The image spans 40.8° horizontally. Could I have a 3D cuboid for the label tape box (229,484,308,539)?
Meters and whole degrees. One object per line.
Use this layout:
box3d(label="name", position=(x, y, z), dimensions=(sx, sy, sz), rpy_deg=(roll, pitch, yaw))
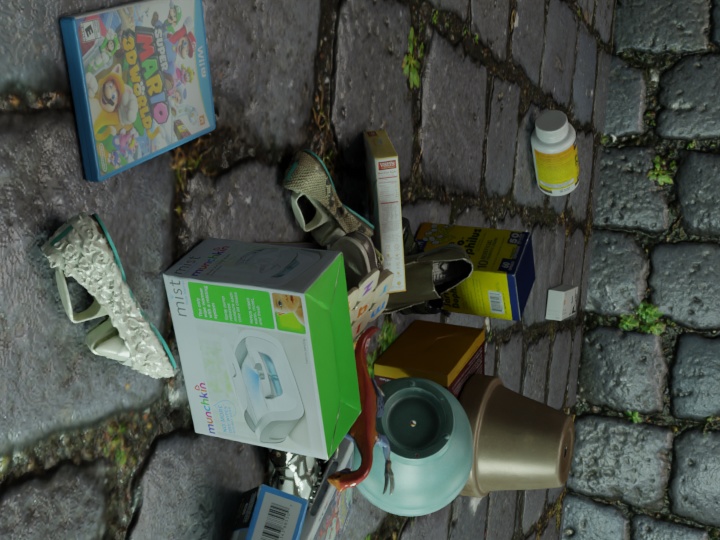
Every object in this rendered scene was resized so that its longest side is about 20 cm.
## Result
box3d(label="label tape box", position=(-0.129, 0.342, 1.154), dimensions=(0.200, 0.065, 0.146), rpy_deg=(138, -31, -66))

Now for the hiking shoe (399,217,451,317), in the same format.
box3d(label="hiking shoe", position=(0.099, -0.007, 1.572), dimensions=(0.202, 0.099, 0.076), rpy_deg=(73, 33, -42))

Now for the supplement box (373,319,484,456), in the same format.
box3d(label="supplement box", position=(0.122, 0.221, 1.643), dimensions=(0.197, 0.130, 0.204), rpy_deg=(-38, 130, -59))

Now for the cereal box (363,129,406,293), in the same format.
box3d(label="cereal box", position=(0.034, -0.088, 1.402), dimensions=(0.144, 0.039, 0.204), rpy_deg=(-106, -169, -68))

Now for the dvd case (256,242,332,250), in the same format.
box3d(label="dvd case", position=(-0.088, 0.039, 1.257), dimensions=(0.199, 0.016, 0.152), rpy_deg=(-4, 99, -67))

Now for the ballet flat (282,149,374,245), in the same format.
box3d(label="ballet flat", position=(-0.050, -0.079, 1.275), dimensions=(0.076, 0.067, 0.200), rpy_deg=(-54, 144, -10))

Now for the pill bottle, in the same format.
box3d(label="pill bottle", position=(0.473, -0.287, 2.351), dimensions=(0.202, 0.107, 0.110), rpy_deg=(70, 35, -46))

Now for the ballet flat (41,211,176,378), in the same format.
box3d(label="ballet flat", position=(-0.233, 0.035, 0.884), dimensions=(0.072, 0.070, 0.202), rpy_deg=(-61, 146, -40))

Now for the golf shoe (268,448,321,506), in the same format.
box3d(label="golf shoe", position=(-0.091, 0.238, 1.251), dimensions=(0.078, 0.093, 0.203), rpy_deg=(-123, -130, -63))

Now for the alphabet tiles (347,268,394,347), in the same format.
box3d(label="alphabet tiles", position=(-0.029, 0.081, 1.281), dimensions=(0.199, 0.015, 0.197), rpy_deg=(-42, 160, -28))

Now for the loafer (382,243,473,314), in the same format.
box3d(label="loafer", position=(0.089, 0.012, 1.487), dimensions=(0.197, 0.069, 0.077), rpy_deg=(-25, 107, -17))

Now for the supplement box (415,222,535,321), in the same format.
box3d(label="supplement box", position=(0.189, 0.000, 1.657), dimensions=(0.110, 0.196, 0.111), rpy_deg=(-61, 148, -41))

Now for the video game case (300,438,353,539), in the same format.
box3d(label="video game case", position=(-0.050, 0.361, 1.366), dimensions=(0.202, 0.023, 0.184), rpy_deg=(92, 20, -46))

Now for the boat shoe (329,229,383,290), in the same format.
box3d(label="boat shoe", position=(0.000, 0.000, 1.328), dimensions=(0.060, 0.071, 0.201), rpy_deg=(-45, 158, -23))

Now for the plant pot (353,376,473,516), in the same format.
box3d(label="plant pot", position=(0.075, 0.241, 1.418), dimensions=(0.135, 0.196, 0.203), rpy_deg=(92, 16, -62))

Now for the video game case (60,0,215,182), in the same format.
box3d(label="video game case", position=(-0.205, -0.183, 0.929), dimensions=(0.200, 0.017, 0.146), rpy_deg=(-42, 133, -57))

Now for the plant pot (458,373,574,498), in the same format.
box3d(label="plant pot", position=(0.255, 0.283, 1.589), dimensions=(0.200, 0.171, 0.205), rpy_deg=(-28, 121, -60))

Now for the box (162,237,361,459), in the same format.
box3d(label="box", position=(-0.101, 0.079, 1.040), dimensions=(0.097, 0.173, 0.204), rpy_deg=(-47, 138, -53))

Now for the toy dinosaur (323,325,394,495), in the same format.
box3d(label="toy dinosaur", position=(-0.011, 0.202, 1.282), dimensions=(0.182, 0.103, 0.205), rpy_deg=(-101, -173, -75))

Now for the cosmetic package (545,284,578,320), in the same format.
box3d(label="cosmetic package", position=(0.577, 0.090, 2.759), dimensions=(0.199, 0.050, 0.085), rpy_deg=(-10, 104, -66))
